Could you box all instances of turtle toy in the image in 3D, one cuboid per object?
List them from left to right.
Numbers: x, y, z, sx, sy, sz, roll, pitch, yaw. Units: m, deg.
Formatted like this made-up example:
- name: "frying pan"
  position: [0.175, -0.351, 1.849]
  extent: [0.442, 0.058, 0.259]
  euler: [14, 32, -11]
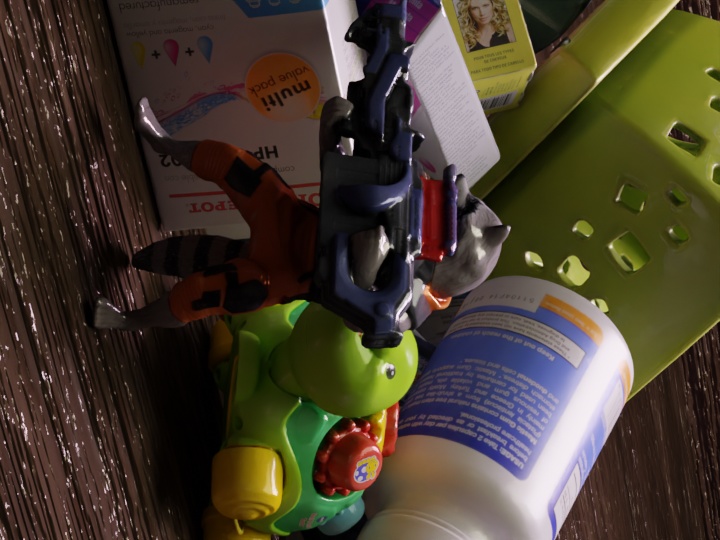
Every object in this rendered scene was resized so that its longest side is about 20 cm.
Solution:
- name: "turtle toy"
  position: [-0.028, 0.069, 1.476]
  extent: [0.200, 0.100, 0.147]
  euler: [107, -14, -64]

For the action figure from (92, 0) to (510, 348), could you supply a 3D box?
- name: "action figure"
  position: [-0.020, -0.034, 1.384]
  extent: [0.105, 0.192, 0.201]
  euler: [89, 11, -57]

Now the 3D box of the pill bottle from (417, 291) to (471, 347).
- name: "pill bottle"
  position: [0.067, 0.075, 1.755]
  extent: [0.112, 0.111, 0.201]
  euler: [63, 19, -59]

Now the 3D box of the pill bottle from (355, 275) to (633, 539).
- name: "pill bottle"
  position: [0.068, 0.108, 1.569]
  extent: [0.200, 0.111, 0.112]
  euler: [-57, 146, -36]

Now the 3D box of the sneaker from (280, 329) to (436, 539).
- name: "sneaker"
  position: [0.009, 0.105, 1.634]
  extent: [0.070, 0.109, 0.200]
  euler: [33, 26, -21]

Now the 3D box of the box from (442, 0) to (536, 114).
- name: "box"
  position: [0.049, -0.193, 1.617]
  extent: [0.075, 0.050, 0.201]
  euler: [112, -37, -74]

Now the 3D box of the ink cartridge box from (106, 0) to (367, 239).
- name: "ink cartridge box"
  position: [-0.055, -0.090, 1.470]
  extent: [0.068, 0.114, 0.201]
  euler: [-71, 153, -57]

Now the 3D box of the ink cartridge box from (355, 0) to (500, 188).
- name: "ink cartridge box"
  position: [-0.021, -0.151, 1.548]
  extent: [0.043, 0.196, 0.200]
  euler: [-45, 149, -11]

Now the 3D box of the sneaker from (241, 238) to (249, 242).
- name: "sneaker"
  position: [-0.048, -0.014, 1.630]
  extent: [0.082, 0.070, 0.201]
  euler: [-137, -137, -83]

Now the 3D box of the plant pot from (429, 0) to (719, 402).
- name: "plant pot"
  position: [0.166, -0.056, 1.708]
  extent: [0.182, 0.200, 0.199]
  euler: [46, 39, 0]

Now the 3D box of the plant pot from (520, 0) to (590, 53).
- name: "plant pot"
  position: [0.093, -0.232, 1.781]
  extent: [0.196, 0.199, 0.201]
  euler: [-60, 143, -63]
